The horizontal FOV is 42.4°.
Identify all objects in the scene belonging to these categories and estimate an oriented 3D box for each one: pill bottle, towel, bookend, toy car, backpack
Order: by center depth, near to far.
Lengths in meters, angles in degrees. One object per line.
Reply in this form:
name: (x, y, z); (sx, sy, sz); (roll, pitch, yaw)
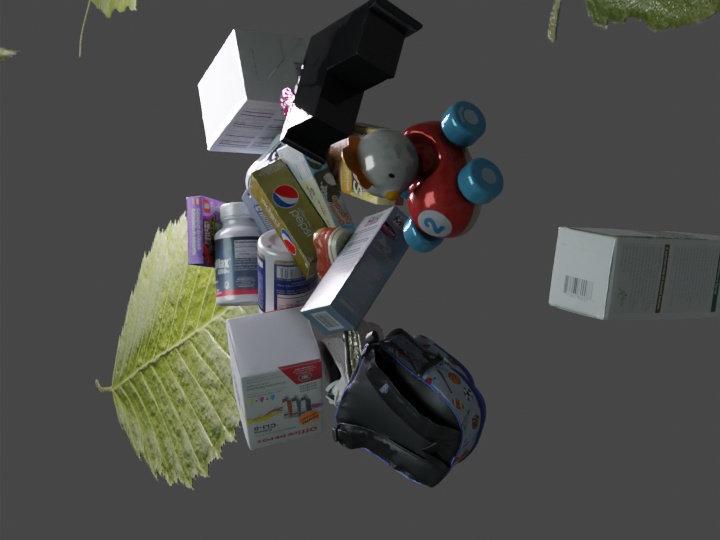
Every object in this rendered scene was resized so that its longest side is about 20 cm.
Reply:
toy car: (0.060, -0.131, 1.303); (0.184, 0.199, 0.178); (-42, 55, 52)
backpack: (0.078, 0.197, 1.303); (0.190, 0.154, 0.201); (40, 130, 26)
bookend: (-0.017, -0.296, 1.463); (0.199, 0.092, 0.200); (-14, 57, 54)
towel: (0.013, 0.177, 1.466); (0.034, 0.132, 0.202); (-10, 77, 17)
pill bottle: (-0.133, 0.033, 1.703); (0.111, 0.110, 0.201); (44, 138, 51)
pill bottle: (-0.238, -0.032, 1.887); (0.119, 0.119, 0.202); (-14, 78, 58)

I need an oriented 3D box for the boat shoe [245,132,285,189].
boat shoe: (-0.165, -0.179, 1.808); (0.200, 0.070, 0.091); (-48, 49, 47)

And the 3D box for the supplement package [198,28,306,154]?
supplement package: (-0.202, -0.339, 1.794); (0.200, 0.150, 0.153); (-37, 60, 53)

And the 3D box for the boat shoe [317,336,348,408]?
boat shoe: (-0.029, 0.206, 1.584); (0.074, 0.065, 0.201); (-56, 45, 43)

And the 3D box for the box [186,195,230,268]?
box: (-0.305, -0.076, 1.951); (0.039, 0.200, 0.138); (-3, 87, 15)

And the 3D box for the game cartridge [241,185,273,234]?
game cartridge: (-0.152, -0.119, 1.762); (0.200, 0.041, 0.134); (-7, 112, 59)

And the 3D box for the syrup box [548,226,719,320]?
syrup box: (0.289, 0.003, 0.915); (0.079, 0.199, 0.082); (18, 104, 58)

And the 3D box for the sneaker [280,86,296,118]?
sneaker: (-0.069, -0.236, 1.643); (0.081, 0.088, 0.201); (24, 133, 59)

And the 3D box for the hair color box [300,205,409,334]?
hair color box: (0.000, 0.000, 1.432); (0.099, 0.061, 0.201); (-16, 37, 58)

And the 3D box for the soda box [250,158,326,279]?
soda box: (-0.115, -0.090, 1.602); (0.201, 0.064, 0.068); (57, 161, 16)

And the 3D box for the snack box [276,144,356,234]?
snack box: (-0.072, -0.130, 1.595); (0.201, 0.037, 0.116); (66, 159, -9)

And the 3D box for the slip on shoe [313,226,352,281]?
slip on shoe: (-0.036, 0.011, 1.542); (0.061, 0.074, 0.201); (17, 135, 34)

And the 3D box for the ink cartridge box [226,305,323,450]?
ink cartridge box: (-0.150, 0.191, 1.650); (0.145, 0.144, 0.201); (-114, 17, -44)

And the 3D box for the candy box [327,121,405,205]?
candy box: (0.006, -0.182, 1.535); (0.200, 0.055, 0.116); (27, 114, 58)
